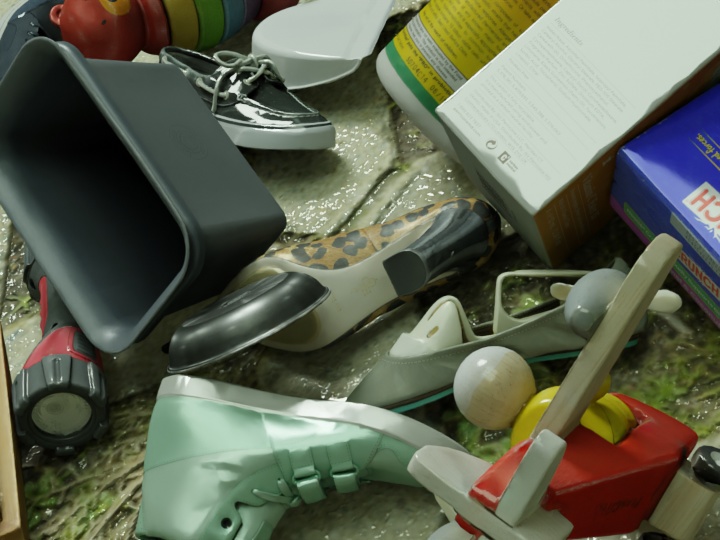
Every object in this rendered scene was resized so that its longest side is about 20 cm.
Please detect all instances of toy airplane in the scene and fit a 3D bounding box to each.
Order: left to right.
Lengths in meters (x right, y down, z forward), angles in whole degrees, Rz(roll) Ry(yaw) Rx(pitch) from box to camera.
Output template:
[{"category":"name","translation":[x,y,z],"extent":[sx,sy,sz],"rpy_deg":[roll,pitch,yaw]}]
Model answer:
[{"category":"toy airplane","translation":[0.089,0.093,0.703],"extent":[0.199,0.200,0.141],"rpy_deg":[-35,53,-14]}]

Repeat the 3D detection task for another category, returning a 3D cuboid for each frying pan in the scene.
[{"category":"frying pan","translation":[-0.079,0.028,0.901],"extent":[0.114,0.031,0.190],"rpy_deg":[-27,9,-8]}]

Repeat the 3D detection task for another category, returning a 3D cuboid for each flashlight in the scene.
[{"category":"flashlight","translation":[-0.218,0.043,0.992],"extent":[0.067,0.069,0.201],"rpy_deg":[-9,36,-10]}]

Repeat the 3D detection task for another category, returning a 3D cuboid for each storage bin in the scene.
[{"category":"storage bin","translation":[-0.156,-0.053,0.967],"extent":[0.134,0.146,0.201],"rpy_deg":[-13,62,-53]}]

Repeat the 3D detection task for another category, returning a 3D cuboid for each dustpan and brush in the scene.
[{"category":"dustpan and brush","translation":[-0.071,-0.186,1.189],"extent":[0.198,0.058,0.140],"rpy_deg":[1,34,14]}]

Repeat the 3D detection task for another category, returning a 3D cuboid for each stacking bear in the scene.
[{"category":"stacking bear","translation":[-0.170,-0.237,1.206],"extent":[0.199,0.114,0.122],"rpy_deg":[-29,83,-27]}]

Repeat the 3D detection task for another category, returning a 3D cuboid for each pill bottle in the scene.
[{"category":"pill bottle","translation":[0.115,-0.181,0.996],"extent":[0.200,0.112,0.113],"rpy_deg":[-43,38,16]}]

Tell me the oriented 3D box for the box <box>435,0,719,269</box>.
[{"category":"box","translation":[0.161,-0.114,0.886],"extent":[0.200,0.124,0.098],"rpy_deg":[-41,69,1]}]

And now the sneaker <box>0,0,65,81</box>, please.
[{"category":"sneaker","translation":[-0.276,-0.173,1.222],"extent":[0.145,0.077,0.204],"rpy_deg":[-1,53,37]}]

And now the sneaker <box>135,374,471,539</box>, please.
[{"category":"sneaker","translation":[-0.036,0.138,0.818],"extent":[0.198,0.074,0.119],"rpy_deg":[8,70,11]}]

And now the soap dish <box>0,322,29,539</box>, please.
[{"category":"soap dish","translation":[-0.295,0.136,0.907],"extent":[0.156,0.082,0.201],"rpy_deg":[-22,41,-1]}]

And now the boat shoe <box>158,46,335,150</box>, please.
[{"category":"boat shoe","translation":[-0.096,-0.144,1.120],"extent":[0.073,0.069,0.198],"rpy_deg":[-9,22,-41]}]

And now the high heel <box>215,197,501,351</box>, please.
[{"category":"high heel","translation":[0.000,0.000,0.969],"extent":[0.199,0.072,0.142],"rpy_deg":[-14,9,34]}]

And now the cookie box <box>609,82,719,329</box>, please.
[{"category":"cookie box","translation":[0.280,-0.050,0.829],"extent":[0.199,0.075,0.172],"rpy_deg":[-32,64,-11]}]

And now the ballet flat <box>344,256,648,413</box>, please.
[{"category":"ballet flat","translation":[0.079,0.038,0.863],"extent":[0.198,0.064,0.067],"rpy_deg":[-16,6,2]}]
